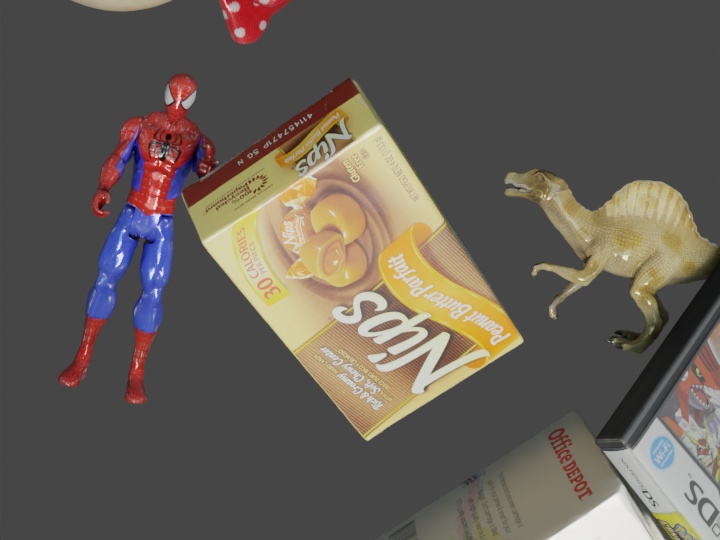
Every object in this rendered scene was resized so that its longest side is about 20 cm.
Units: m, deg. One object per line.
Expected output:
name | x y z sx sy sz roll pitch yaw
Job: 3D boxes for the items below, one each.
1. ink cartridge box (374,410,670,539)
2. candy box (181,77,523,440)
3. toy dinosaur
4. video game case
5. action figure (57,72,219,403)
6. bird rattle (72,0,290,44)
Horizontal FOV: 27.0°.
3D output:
ink cartridge box | 0.100 0.213 0.911 0.200 0.147 0.145 -34 102 6
candy box | 0.000 0.000 0.861 0.115 0.055 0.200 -32 132 5
toy dinosaur | 0.178 -0.002 0.913 0.200 0.058 0.101 16 100 -6
video game case | 0.245 0.093 0.889 0.181 0.025 0.200 51 61 -18
action figure | -0.128 -0.017 0.878 0.065 0.099 0.200 15 99 -6
bird rattle | -0.117 -0.210 0.826 0.163 0.113 0.200 -29 113 -16
